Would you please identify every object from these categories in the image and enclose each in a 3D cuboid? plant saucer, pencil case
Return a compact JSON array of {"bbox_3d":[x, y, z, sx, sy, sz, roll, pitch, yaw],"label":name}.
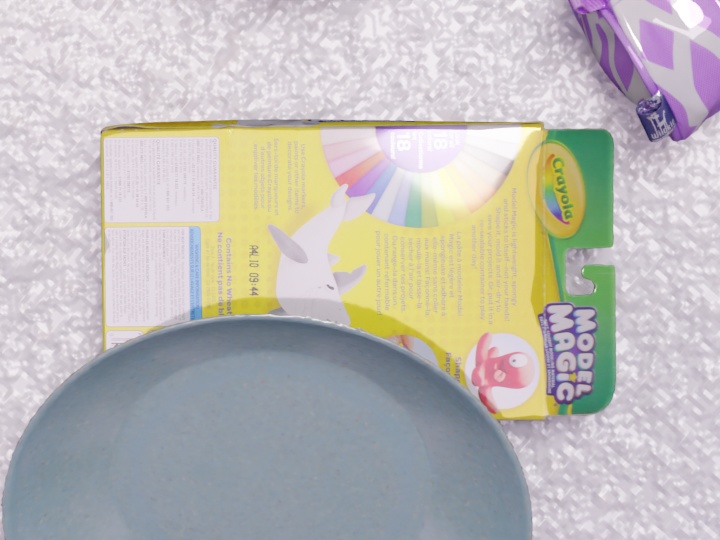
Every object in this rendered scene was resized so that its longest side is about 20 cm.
[{"bbox_3d":[-0.034,0.089,0.788,0.199,0.039,0.202,1,124,1],"label":"plant saucer"},{"bbox_3d":[0.166,-0.135,0.782,0.200,0.084,0.086,-37,128,0],"label":"pencil case"}]

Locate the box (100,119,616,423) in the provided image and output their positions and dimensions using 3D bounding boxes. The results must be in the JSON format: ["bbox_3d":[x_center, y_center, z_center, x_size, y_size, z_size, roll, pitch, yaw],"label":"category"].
[{"bbox_3d":[0.000,0.000,0.809,0.198,0.048,0.118,0,92,3],"label":"box"}]
